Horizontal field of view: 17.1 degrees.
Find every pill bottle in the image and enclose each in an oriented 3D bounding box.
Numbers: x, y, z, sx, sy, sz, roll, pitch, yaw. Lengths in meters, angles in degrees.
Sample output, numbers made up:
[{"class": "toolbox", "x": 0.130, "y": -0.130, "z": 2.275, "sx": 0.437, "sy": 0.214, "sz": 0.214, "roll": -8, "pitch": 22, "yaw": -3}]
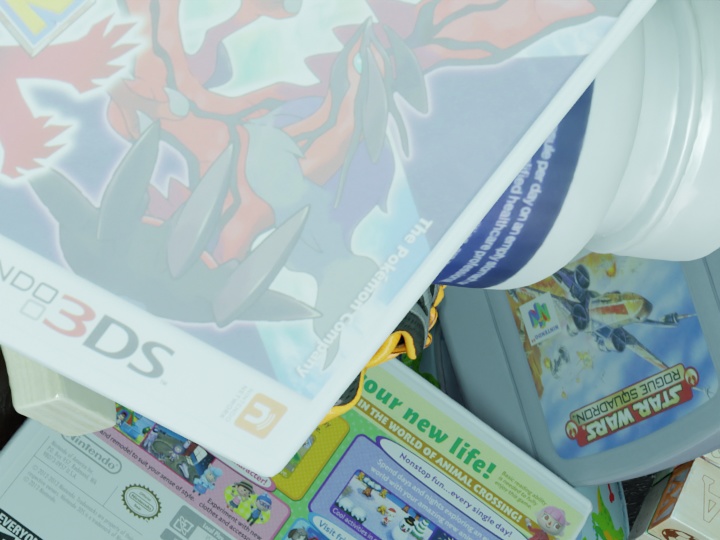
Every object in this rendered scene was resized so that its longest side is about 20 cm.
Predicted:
[{"class": "pill bottle", "x": 0.014, "y": -0.056, "z": 0.693, "sx": 0.199, "sy": 0.120, "sz": 0.120, "roll": 6, "pitch": 158, "yaw": -23}]

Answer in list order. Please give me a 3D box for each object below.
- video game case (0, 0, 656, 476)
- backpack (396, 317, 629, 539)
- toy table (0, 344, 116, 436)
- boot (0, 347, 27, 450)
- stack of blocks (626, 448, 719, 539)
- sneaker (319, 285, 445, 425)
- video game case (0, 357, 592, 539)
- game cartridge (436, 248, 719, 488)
[{"class": "video game case", "x": -0.033, "y": -0.060, "z": 0.586, "sx": 0.182, "sy": 0.023, "sz": 0.200, "roll": 30, "pitch": 106, "yaw": -32}, {"class": "backpack", "x": 0.043, "y": 0.112, "z": 1.140, "sx": 0.147, "sy": 0.184, "sz": 0.200, "roll": -18, "pitch": 165, "yaw": 31}, {"class": "toy table", "x": -0.131, "y": -0.019, "z": 0.773, "sx": 0.199, "sy": 0.118, "sz": 0.184, "roll": -18, "pitch": 160, "yaw": 24}, {"class": "boot", "x": -0.108, "y": 0.103, "z": 0.950, "sx": 0.199, "sy": 0.187, "sz": 0.064, "roll": 27, "pitch": 143, "yaw": 16}, {"class": "stack of blocks", "x": 0.206, "y": 0.051, "z": 1.000, "sx": 0.115, "sy": 0.201, "sz": 0.059, "roll": 29, "pitch": 158, "yaw": -2}, {"class": "sneaker", "x": 0.000, "y": 0.000, "z": 0.884, "sx": 0.078, "sy": 0.078, "sz": 0.200, "roll": -22, "pitch": -176, "yaw": 30}, {"class": "video game case", "x": -0.035, "y": 0.101, "z": 0.913, "sx": 0.200, "sy": 0.182, "sz": 0.022, "roll": 36, "pitch": 151, "yaw": 2}, {"class": "game cartridge", "x": 0.104, "y": 0.012, "z": 0.940, "sx": 0.041, "sy": 0.134, "sz": 0.200, "roll": -2, "pitch": 161, "yaw": -39}]
